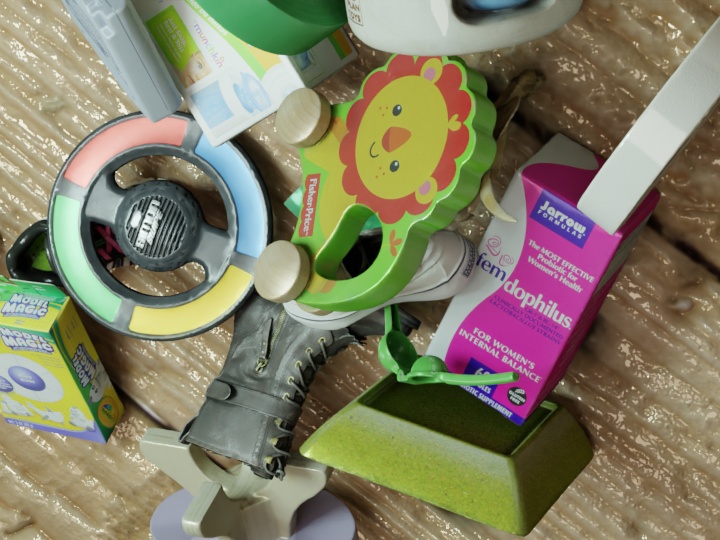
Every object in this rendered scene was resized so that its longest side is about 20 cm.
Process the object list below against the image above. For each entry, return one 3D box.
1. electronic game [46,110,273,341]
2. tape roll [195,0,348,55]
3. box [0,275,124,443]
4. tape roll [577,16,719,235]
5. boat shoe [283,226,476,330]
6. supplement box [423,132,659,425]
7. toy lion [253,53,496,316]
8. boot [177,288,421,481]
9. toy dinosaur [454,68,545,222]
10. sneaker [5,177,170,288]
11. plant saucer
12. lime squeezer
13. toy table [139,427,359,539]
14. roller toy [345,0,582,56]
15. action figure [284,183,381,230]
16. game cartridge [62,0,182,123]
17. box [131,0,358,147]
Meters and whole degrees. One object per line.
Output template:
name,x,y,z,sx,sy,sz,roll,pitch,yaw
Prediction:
electronic game,-0.173,-0.039,1.738,0.199,0.042,0.201,1,95,7
tape roll,-0.080,-0.264,1.550,0.048,0.200,0.201,-31,96,34
box,-0.302,0.076,1.855,0.117,0.049,0.201,9,141,23
tape roll,0.232,-0.114,1.463,0.037,0.203,0.203,37,123,6
boat shoe,0.000,0.000,1.620,0.199,0.072,0.066,-8,153,45
supplement box,0.144,0.007,1.620,0.101,0.103,0.201,31,120,12
toy lion,0.018,-0.069,1.535,0.191,0.068,0.201,-2,74,41
boot,-0.052,0.096,1.723,0.199,0.069,0.175,8,75,34
toy dinosaur,0.092,-0.089,1.543,0.058,0.201,0.101,33,130,-12
sneaker,-0.239,-0.025,1.803,0.199,0.087,0.074,-14,105,30
plant saucer,0.079,0.130,1.652,0.199,0.200,0.048,19,110,18
lime squeezer,0.055,0.063,1.612,0.071,0.038,0.200,-50,44,2
toy table,-0.105,0.201,1.796,0.199,0.184,0.118,-2,128,14
roller toy,0.072,-0.237,1.498,0.199,0.182,0.141,3,114,25
action figure,0.027,-0.089,1.663,0.118,0.055,0.200,40,127,8
game cartridge,-0.212,-0.209,1.656,0.200,0.041,0.134,51,166,45
box,-0.111,-0.223,1.643,0.112,0.101,0.201,-28,98,33
